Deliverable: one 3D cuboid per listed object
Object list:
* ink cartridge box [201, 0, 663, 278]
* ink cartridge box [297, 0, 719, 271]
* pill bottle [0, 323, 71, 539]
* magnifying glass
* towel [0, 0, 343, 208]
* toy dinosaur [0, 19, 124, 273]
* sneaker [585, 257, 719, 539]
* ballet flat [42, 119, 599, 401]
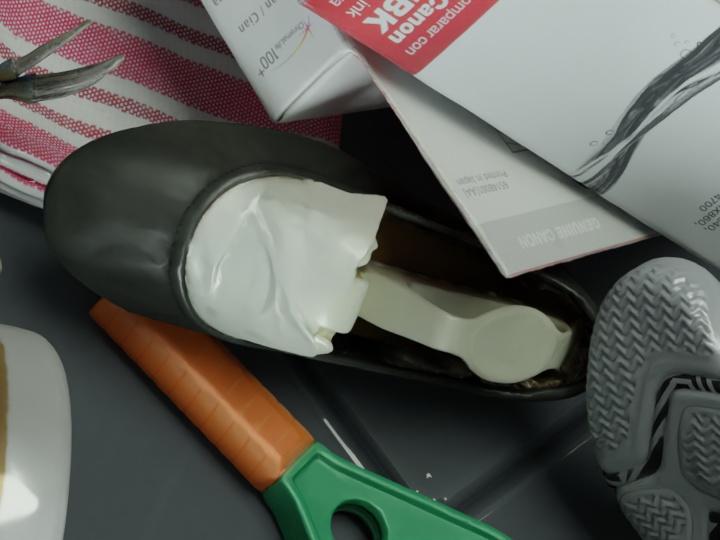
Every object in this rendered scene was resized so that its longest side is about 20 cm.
[{"bbox_3d":[0.039,-0.073,0.834,0.199,0.045,0.177,-13,68,-55],"label":"ink cartridge box"},{"bbox_3d":[0.078,-0.106,0.795,0.199,0.084,0.145,29,36,-28],"label":"ink cartridge box"},{"bbox_3d":[-0.184,0.053,0.643,0.199,0.114,0.115,12,58,-21],"label":"pill bottle"},{"bbox_3d":[-0.009,0.078,0.784,0.200,0.022,0.080,47,53,0],"label":"magnifying glass"},{"bbox_3d":[-0.066,-0.100,0.844,0.145,0.030,0.201,18,56,-19],"label":"towel"},{"bbox_3d":[-0.144,-0.070,0.746,0.105,0.199,0.183,38,61,-41],"label":"toy dinosaur"},{"bbox_3d":[0.151,0.066,0.822,0.115,0.075,0.201,-43,110,-42],"label":"sneaker"},{"bbox_3d":[0.000,0.000,0.774,0.199,0.068,0.068,13,101,-32],"label":"ballet flat"}]
